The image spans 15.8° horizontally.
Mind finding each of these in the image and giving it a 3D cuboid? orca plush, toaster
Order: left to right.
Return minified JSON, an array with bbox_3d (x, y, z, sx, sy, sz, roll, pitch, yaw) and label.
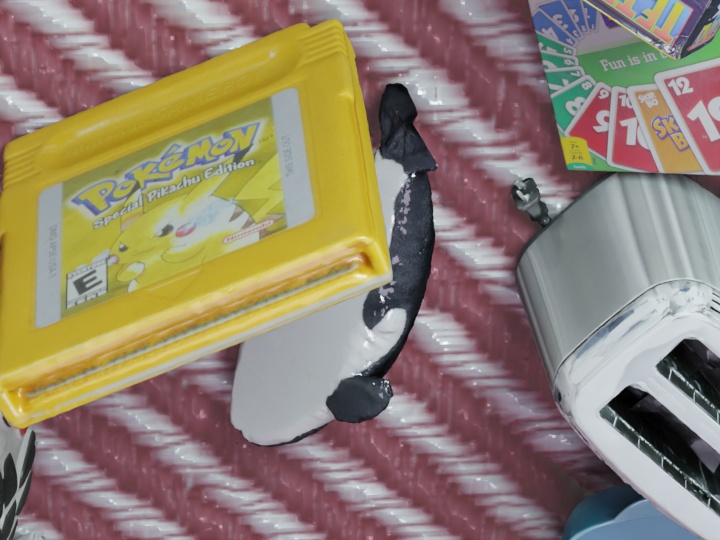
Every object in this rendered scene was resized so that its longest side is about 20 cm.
[{"bbox_3d":[0.000,0.000,1.260,0.105,0.071,0.201,30,120,29],"label":"orca plush"},{"bbox_3d":[0.156,0.039,1.244,0.113,0.129,0.200,-40,117,18],"label":"toaster"}]

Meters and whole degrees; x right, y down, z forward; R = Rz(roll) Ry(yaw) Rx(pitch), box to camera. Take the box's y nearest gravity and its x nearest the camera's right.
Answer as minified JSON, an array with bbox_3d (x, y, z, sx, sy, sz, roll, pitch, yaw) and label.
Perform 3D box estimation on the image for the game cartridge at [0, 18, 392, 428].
[{"bbox_3d":[-0.079,-0.029,1.138,0.175,0.201,0.033,-22,124,8],"label":"game cartridge"}]

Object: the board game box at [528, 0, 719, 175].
[{"bbox_3d":[0.122,-0.129,1.167,0.095,0.030,0.201,3,129,25],"label":"board game box"}]

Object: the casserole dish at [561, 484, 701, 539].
[{"bbox_3d":[0.161,0.173,1.367,0.120,0.039,0.201,-9,134,0],"label":"casserole dish"}]

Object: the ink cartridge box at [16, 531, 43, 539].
[{"bbox_3d":[-0.187,0.256,1.399,0.176,0.045,0.200,-31,119,13],"label":"ink cartridge box"}]

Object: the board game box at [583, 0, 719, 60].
[{"bbox_3d":[0.098,-0.211,1.071,0.199,0.057,0.166,36,119,12],"label":"board game box"}]

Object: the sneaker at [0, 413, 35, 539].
[{"bbox_3d":[-0.207,0.080,1.283,0.083,0.081,0.201,10,115,8],"label":"sneaker"}]
